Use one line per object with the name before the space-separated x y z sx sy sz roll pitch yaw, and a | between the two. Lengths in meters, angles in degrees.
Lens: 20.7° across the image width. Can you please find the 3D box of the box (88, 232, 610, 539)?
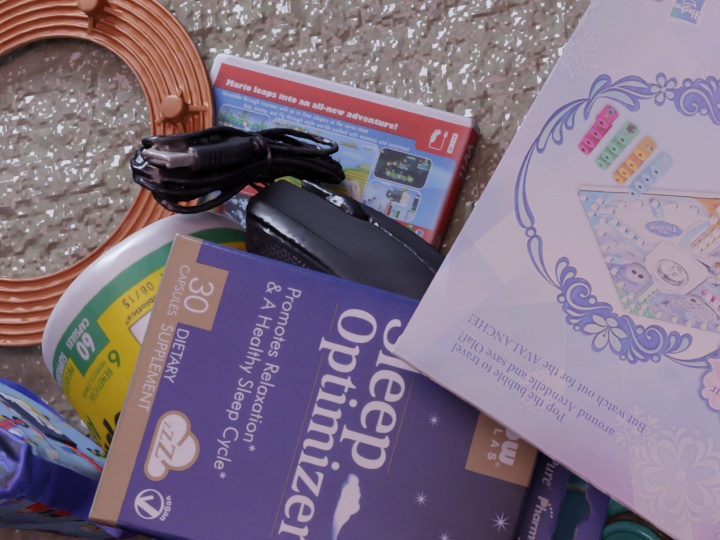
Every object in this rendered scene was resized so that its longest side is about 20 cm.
box | 0.004 0.069 0.790 0.199 0.032 0.122 15 79 4

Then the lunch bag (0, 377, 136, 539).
lunch bag | -0.192 0.080 0.908 0.199 0.151 0.095 22 81 20

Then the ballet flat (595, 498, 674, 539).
ballet flat | 0.173 0.166 0.817 0.070 0.067 0.201 -36 95 -39

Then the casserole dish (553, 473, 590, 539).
casserole dish | 0.091 0.146 0.870 0.120 0.039 0.201 15 80 20

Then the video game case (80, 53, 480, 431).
video game case | -0.039 0.004 0.957 0.142 0.017 0.201 16 81 20

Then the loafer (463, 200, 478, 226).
loafer | 0.132 -0.033 0.887 0.199 0.075 0.070 -19 75 10

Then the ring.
ring | -0.166 -0.060 1.001 0.199 0.019 0.202 -6 72 20

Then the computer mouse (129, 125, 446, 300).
computer mouse | 0.000 0.000 0.863 0.200 0.138 0.053 51 119 20

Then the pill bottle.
pill bottle | -0.045 0.081 0.868 0.113 0.113 0.200 -39 69 3

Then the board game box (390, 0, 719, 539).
board game box | 0.144 -0.003 0.720 0.199 0.043 0.200 33 98 17
